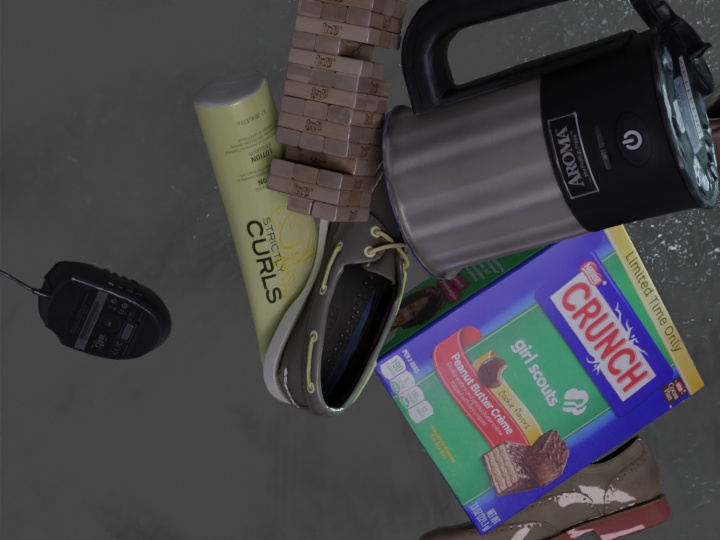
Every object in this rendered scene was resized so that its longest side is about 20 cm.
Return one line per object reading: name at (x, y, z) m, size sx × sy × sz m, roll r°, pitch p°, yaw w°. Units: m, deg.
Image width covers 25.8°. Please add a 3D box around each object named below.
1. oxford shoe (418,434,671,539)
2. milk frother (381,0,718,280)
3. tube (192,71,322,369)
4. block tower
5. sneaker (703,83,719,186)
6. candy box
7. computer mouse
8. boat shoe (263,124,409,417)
oxford shoe at (0.131, 0.176, 1.187) m, size 0.197 × 0.070 × 0.076 m, roll -14°, pitch 87°, yaw -8°
milk frother at (0.132, -0.101, 1.032) m, size 0.186 × 0.199 × 0.183 m, roll -14°, pitch 81°, yaw 24°
tube at (-0.058, -0.033, 1.056) m, size 0.057 × 0.052 × 0.202 m, roll -6°, pitch 120°, yaw 18°
block tower at (-0.010, -0.135, 0.996) m, size 0.053 × 0.058 × 0.203 m, roll 14°, pitch 97°, yaw 22°
sneaker at (0.307, -0.146, 1.095) m, size 0.200 × 0.071 × 0.076 m, roll -42°, pitch 114°, yaw 3°
candy box at (0.121, 0.062, 1.123) m, size 0.199 × 0.077 × 0.170 m, roll -34°, pitch 115°, yaw -2°
computer mouse at (-0.218, 0.006, 1.042) m, size 0.198 × 0.034 × 0.059 m, roll 24°, pitch 120°, yaw -16°
boat shoe at (0.002, 0.001, 1.053) m, size 0.072 × 0.060 × 0.204 m, roll 25°, pitch 87°, yaw -39°
